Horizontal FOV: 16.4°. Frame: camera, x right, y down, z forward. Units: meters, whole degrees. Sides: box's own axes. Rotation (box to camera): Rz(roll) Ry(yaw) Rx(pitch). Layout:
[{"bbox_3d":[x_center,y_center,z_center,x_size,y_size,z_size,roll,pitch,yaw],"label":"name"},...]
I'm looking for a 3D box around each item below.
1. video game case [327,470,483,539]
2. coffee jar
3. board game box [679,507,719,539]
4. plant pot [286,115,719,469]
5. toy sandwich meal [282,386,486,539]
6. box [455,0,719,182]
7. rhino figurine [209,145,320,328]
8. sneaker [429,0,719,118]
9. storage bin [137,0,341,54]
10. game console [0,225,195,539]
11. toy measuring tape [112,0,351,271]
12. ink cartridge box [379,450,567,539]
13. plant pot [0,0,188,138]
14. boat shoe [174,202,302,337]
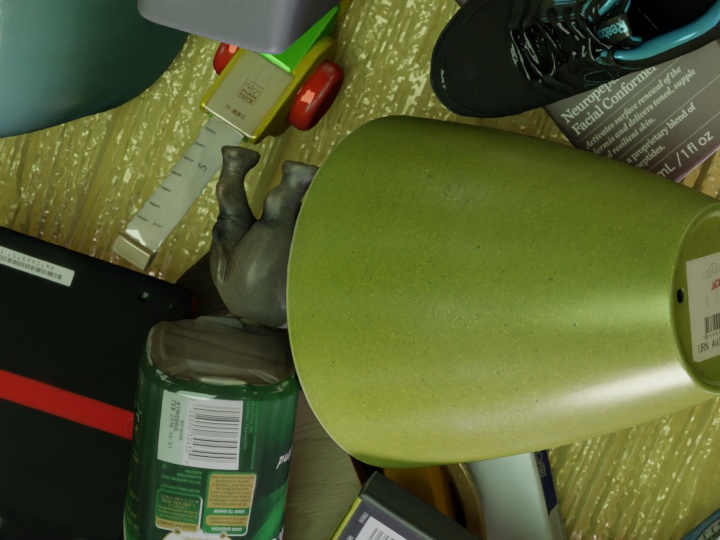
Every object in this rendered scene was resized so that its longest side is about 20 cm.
[{"bbox_3d":[0.050,0.223,1.343,0.199,0.026,0.181,33,127,3],"label":"video game case"},{"bbox_3d":[-0.083,0.133,1.310,0.085,0.104,0.201,6,109,-6],"label":"coffee jar"},{"bbox_3d":[0.183,0.212,1.364,0.200,0.062,0.200,-41,97,11],"label":"board game box"},{"bbox_3d":[0.098,0.013,1.263,0.199,0.187,0.188,1,103,39],"label":"plant pot"},{"bbox_3d":[-0.025,0.144,1.386,0.204,0.070,0.206,4,103,18],"label":"toy sandwich meal"},{"bbox_3d":[0.125,-0.139,1.326,0.100,0.075,0.200,-40,87,20],"label":"box"},{"bbox_3d":[0.000,0.000,1.354,0.060,0.199,0.088,11,85,53],"label":"rhino figurine"},{"bbox_3d":[0.114,-0.127,1.247,0.199,0.082,0.073,-23,99,27],"label":"sneaker"},{"bbox_3d":[-0.052,-0.203,1.282,0.145,0.200,0.135,17,115,11],"label":"storage bin"},{"bbox_3d":[-0.204,0.066,1.351,0.199,0.031,0.178,19,76,-11],"label":"game console"},{"bbox_3d":[-0.067,-0.079,1.375,0.073,0.074,0.200,34,79,6],"label":"toy measuring tape"},{"bbox_3d":[0.021,0.168,1.437,0.199,0.041,0.201,-11,98,18],"label":"ink cartridge box"},{"bbox_3d":[-0.208,-0.161,1.353,0.199,0.161,0.202,7,110,20],"label":"plant pot"},{"bbox_3d":[-0.073,0.036,1.430,0.199,0.072,0.076,-32,126,11],"label":"boat shoe"}]
